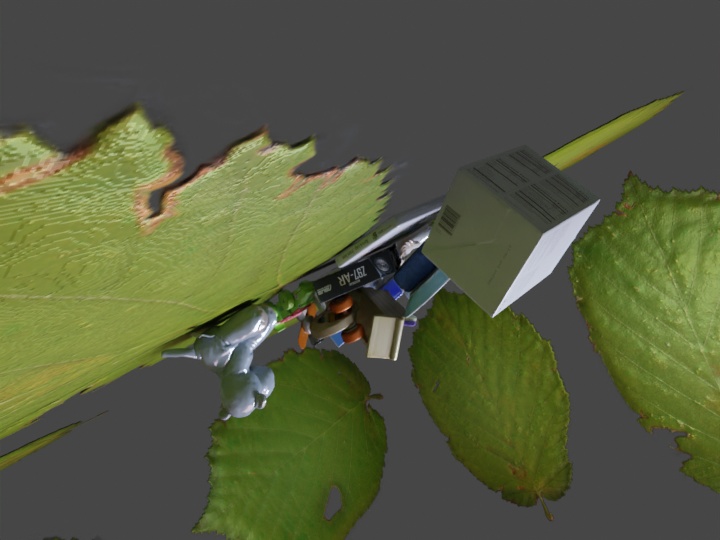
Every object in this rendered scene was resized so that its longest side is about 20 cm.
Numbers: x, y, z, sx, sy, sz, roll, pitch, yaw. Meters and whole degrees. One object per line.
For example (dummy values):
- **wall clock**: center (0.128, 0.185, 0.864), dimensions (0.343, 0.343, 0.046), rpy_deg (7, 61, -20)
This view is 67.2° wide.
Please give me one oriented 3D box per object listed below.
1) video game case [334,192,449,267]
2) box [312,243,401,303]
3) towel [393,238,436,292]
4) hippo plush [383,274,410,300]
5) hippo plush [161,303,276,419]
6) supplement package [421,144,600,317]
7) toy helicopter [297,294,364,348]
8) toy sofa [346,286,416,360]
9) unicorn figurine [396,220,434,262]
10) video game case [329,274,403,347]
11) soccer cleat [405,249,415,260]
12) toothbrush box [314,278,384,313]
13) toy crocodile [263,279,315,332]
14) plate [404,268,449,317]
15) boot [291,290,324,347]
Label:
- **video game case**: center (0.071, -0.075, 0.962), dimensions (0.197, 0.024, 0.181), rpy_deg (-25, 175, -41)
- **box**: center (0.000, 0.000, 1.067), dimensions (0.156, 0.045, 0.200), rpy_deg (-23, -177, 8)
- **towel**: center (0.142, -0.045, 0.982), dimensions (0.200, 0.049, 0.112), rpy_deg (-47, 178, 13)
- **hippo plush**: center (0.099, -0.009, 1.527), dimensions (0.196, 0.165, 0.159), rpy_deg (23, -172, 35)
- **hippo plush**: center (-0.205, 0.165, 0.959), dimensions (0.156, 0.165, 0.199), rpy_deg (-27, 177, 19)
- **supplement package**: center (0.223, -0.067, 0.810), dimensions (0.197, 0.150, 0.155), rpy_deg (-24, 148, -42)
- **toy helicopter**: center (-0.063, 0.089, 1.086), dimensions (0.128, 0.081, 0.201), rpy_deg (-23, -166, 6)
- **toy sofa**: center (0.034, 0.102, 1.102), dimensions (0.094, 0.086, 0.200), rpy_deg (7, -166, -20)
- **unicorn figurine**: center (0.126, -0.064, 1.292), dimensions (0.200, 0.074, 0.137), rpy_deg (-44, 179, -9)
- **video game case**: center (0.024, 0.088, 1.295), dimensions (0.198, 0.046, 0.181), rpy_deg (-40, 180, 10)
- **soccer cleat**: center (0.147, -0.034, 1.387), dimensions (0.077, 0.069, 0.203), rpy_deg (-33, -154, 26)
- **toothbrush box**: center (-0.035, 0.051, 1.290), dimensions (0.144, 0.087, 0.200), rpy_deg (-37, 180, -10)
- **toy crocodile**: center (-0.141, 0.072, 1.091), dimensions (0.066, 0.063, 0.198), rpy_deg (-24, 174, -41)
- **plate**: center (0.144, 0.008, 1.000), dimensions (0.200, 0.026, 0.200), rpy_deg (-47, 178, -2)
- **boot**: center (-0.116, 0.109, 1.251), dimensions (0.066, 0.134, 0.200), rpy_deg (-26, 177, -6)
